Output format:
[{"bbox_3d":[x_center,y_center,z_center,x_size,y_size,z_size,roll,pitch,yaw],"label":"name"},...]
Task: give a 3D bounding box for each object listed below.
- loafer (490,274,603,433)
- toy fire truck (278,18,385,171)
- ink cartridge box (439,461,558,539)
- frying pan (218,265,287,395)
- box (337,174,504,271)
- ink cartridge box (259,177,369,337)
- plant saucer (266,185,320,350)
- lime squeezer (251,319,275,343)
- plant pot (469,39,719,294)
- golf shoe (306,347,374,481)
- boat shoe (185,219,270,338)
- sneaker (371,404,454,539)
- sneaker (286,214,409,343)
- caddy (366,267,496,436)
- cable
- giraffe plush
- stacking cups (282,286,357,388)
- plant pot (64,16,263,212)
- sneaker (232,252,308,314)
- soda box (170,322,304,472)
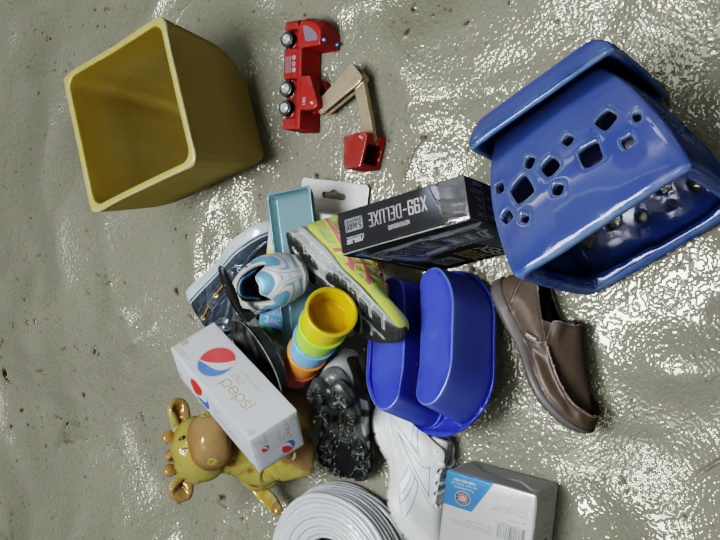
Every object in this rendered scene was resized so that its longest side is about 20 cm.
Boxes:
[{"bbox_3d":[0.215,0.084,1.006,0.071,0.073,0.201,-36,72,29],"label":"loafer"},{"bbox_3d":[-0.037,-0.230,1.181,0.140,0.049,0.201,3,91,32],"label":"toy fire truck"},{"bbox_3d":[0.154,0.336,1.053,0.116,0.067,0.201,9,95,33],"label":"ink cartridge box"},{"bbox_3d":[-0.138,0.074,1.105,0.115,0.031,0.191,1,117,63],"label":"frying pan"},{"bbox_3d":[0.095,-0.046,1.009,0.157,0.200,0.050,-14,77,31],"label":"box"},{"bbox_3d":[-0.061,-0.019,1.187,0.115,0.068,0.201,10,96,32],"label":"ink cartridge box"},{"bbox_3d":[-0.076,-0.002,1.147,0.070,0.019,0.201,-8,87,33],"label":"plant saucer"},{"bbox_3d":[-0.152,0.106,1.256,0.038,0.071,0.200,34,148,-11],"label":"lime squeezer"},{"bbox_3d":[0.239,-0.104,0.922,0.200,0.200,0.180,-34,66,28],"label":"plant pot"},{"bbox_3d":[-0.012,0.185,1.143,0.077,0.095,0.201,11,134,15],"label":"golf shoe"},{"bbox_3d":[-0.159,0.018,1.256,0.200,0.071,0.091,-42,70,33],"label":"boat shoe"},{"bbox_3d":[0.075,0.245,1.103,0.087,0.074,0.201,-19,81,27],"label":"sneaker"},{"bbox_3d":[0.000,0.000,1.062,0.200,0.090,0.078,47,156,28],"label":"sneaker"},{"bbox_3d":[0.089,0.091,1.066,0.141,0.105,0.201,-13,65,41],"label":"caddy"},{"bbox_3d":[-0.031,0.378,1.172,0.200,0.069,0.201,38,110,27],"label":"cable"},{"bbox_3d":[-0.170,0.221,1.180,0.200,0.161,0.173,-63,33,33],"label":"giraffe plush"},{"bbox_3d":[-0.053,0.088,1.072,0.061,0.060,0.200,60,155,17],"label":"stacking cups"},{"bbox_3d":[-0.244,-0.193,1.226,0.195,0.200,0.195,-19,80,31],"label":"plant pot"},{"bbox_3d":[-0.131,0.018,1.127,0.200,0.072,0.072,-20,79,62],"label":"sneaker"},{"bbox_3d":[-0.153,0.151,1.110,0.200,0.068,0.064,39,149,41],"label":"soda box"}]
